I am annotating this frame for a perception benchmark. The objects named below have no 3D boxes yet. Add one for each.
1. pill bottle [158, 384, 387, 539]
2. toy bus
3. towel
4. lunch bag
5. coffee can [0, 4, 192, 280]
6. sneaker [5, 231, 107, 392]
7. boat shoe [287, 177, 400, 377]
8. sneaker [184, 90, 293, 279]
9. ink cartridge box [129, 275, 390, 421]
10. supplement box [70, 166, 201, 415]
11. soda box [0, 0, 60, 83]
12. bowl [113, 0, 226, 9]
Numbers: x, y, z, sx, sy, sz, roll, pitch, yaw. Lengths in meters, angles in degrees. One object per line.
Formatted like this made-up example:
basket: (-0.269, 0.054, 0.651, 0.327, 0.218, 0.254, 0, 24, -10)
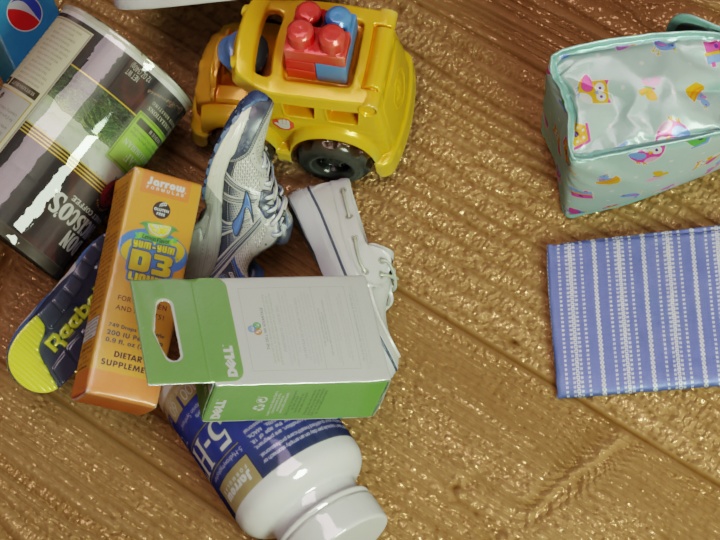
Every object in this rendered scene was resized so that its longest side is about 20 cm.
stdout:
pill bottle: (-0.069, 0.153, 1.507, 0.120, 0.120, 0.200, -34, 68, -7)
toy bus: (-0.058, -0.179, 1.600, 0.199, 0.192, 0.136, 8, 71, 9)
towel: (0.264, 0.035, 1.571, 0.199, 0.024, 0.145, -5, 70, 7)
lunch bag: (0.262, -0.135, 1.555, 0.199, 0.170, 0.122, -13, 75, 1)
coffee can: (-0.267, -0.114, 1.612, 0.146, 0.146, 0.200, 35, 83, 18)
sneaker: (-0.239, 0.028, 1.597, 0.200, 0.082, 0.074, -44, 96, -22)
boat shoe: (0.000, 0.000, 1.585, 0.067, 0.074, 0.200, -25, 67, -3)
sneaker: (-0.095, -0.064, 1.584, 0.085, 0.200, 0.077, 17, 31, -1)
ink cartridge box: (-0.085, 0.062, 1.453, 0.199, 0.059, 0.104, -1, 55, -19)
supplement box: (-0.190, 0.017, 1.537, 0.066, 0.069, 0.201, 14, 74, -16)
soda box: (-0.333, -0.269, 1.675, 0.064, 0.068, 0.200, -27, 106, -20)
bowl: (-0.124, -0.300, 1.658, 0.199, 0.200, 0.075, -4, 109, 6)
